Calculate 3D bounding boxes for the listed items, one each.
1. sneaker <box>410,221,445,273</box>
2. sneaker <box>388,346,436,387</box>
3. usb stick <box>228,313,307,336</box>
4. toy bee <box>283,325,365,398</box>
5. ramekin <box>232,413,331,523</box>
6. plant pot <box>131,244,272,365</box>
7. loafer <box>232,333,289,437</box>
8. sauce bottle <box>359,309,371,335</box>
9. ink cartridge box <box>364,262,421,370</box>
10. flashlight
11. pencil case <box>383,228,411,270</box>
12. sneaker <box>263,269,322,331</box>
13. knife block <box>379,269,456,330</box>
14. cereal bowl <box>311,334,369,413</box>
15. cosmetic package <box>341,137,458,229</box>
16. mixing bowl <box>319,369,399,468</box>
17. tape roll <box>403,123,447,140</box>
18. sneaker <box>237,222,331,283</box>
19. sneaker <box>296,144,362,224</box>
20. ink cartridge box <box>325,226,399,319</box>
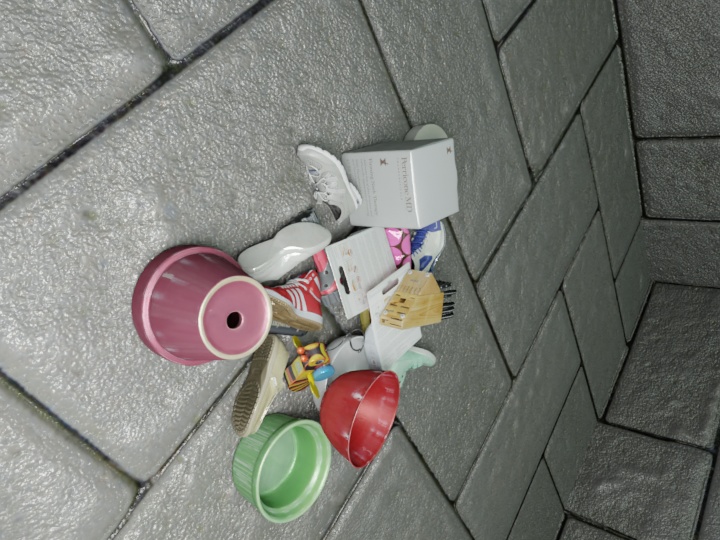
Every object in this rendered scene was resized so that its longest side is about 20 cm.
[{"bbox_3d":[0.146,-0.047,1.436,0.115,0.080,0.202,19,83,-51],"label":"sneaker"},{"bbox_3d":[0.113,0.251,1.446,0.199,0.073,0.120,22,72,-39],"label":"sneaker"},{"bbox_3d":[-0.176,0.098,1.120,0.199,0.032,0.056,15,84,-50],"label":"usb stick"},{"bbox_3d":[-0.101,0.173,1.122,0.108,0.131,0.201,11,115,-49],"label":"toy bee"},{"bbox_3d":[-0.160,0.388,1.135,0.199,0.097,0.203,-11,104,-48],"label":"ramekin"},{"bbox_3d":[-0.242,0.063,0.911,0.199,0.178,0.203,-6,99,-42],"label":"plant pot"},{"bbox_3d":[-0.186,0.227,1.097,0.068,0.075,0.202,31,72,-41],"label":"loafer"},{"bbox_3d":[0.027,0.072,1.325,0.066,0.066,0.203,-12,99,-47],"label":"sauce bottle"},{"bbox_3d":[0.065,0.102,1.267,0.162,0.057,0.202,-34,118,-41],"label":"ink cartridge box"},{"bbox_3d":[-0.091,-0.023,1.181,0.068,0.067,0.202,-100,169,-64],"label":"flashlight"},{"bbox_3d":[0.074,-0.025,1.352,0.093,0.091,0.202,-10,107,-15],"label":"pencil case"},{"bbox_3d":[-0.141,0.039,1.096,0.200,0.071,0.114,36,47,-53],"label":"sneaker"},{"bbox_3d":[0.143,0.093,1.272,0.201,0.064,0.176,-56,134,-27],"label":"knife block"},{"bbox_3d":[-0.039,0.240,1.263,0.199,0.083,0.203,-11,104,-47],"label":"cereal bowl"},{"bbox_3d":[0.090,-0.196,1.256,0.166,0.199,0.169,-25,113,-44],"label":"cosmetic package"},{"bbox_3d":[-0.012,0.281,1.141,0.200,0.107,0.202,-37,135,-47],"label":"mixing bowl"},{"bbox_3d":[0.174,-0.277,1.465,0.202,0.037,0.206,-9,102,-48],"label":"tape roll"},{"bbox_3d":[-0.148,-0.026,1.100,0.199,0.075,0.089,-25,145,-26],"label":"sneaker"},{"bbox_3d":[-0.069,-0.177,1.170,0.200,0.074,0.082,48,68,-37],"label":"sneaker"},{"bbox_3d":[0.000,0.000,1.233,0.199,0.047,0.162,-25,101,-45],"label":"ink cartridge box"}]
